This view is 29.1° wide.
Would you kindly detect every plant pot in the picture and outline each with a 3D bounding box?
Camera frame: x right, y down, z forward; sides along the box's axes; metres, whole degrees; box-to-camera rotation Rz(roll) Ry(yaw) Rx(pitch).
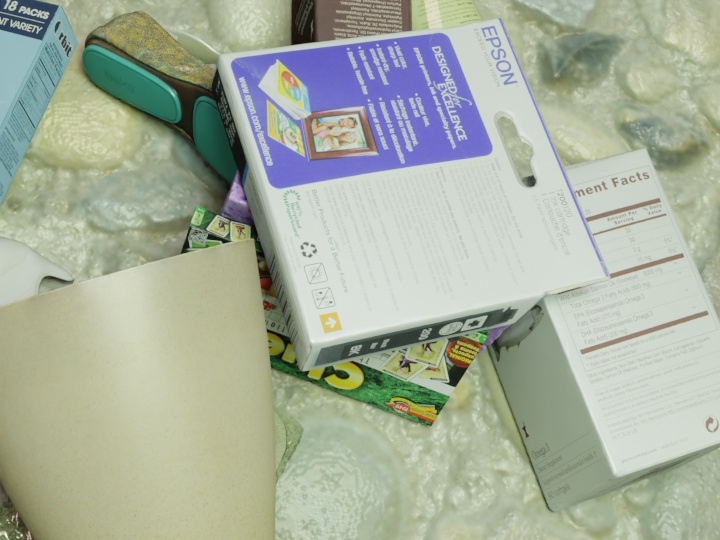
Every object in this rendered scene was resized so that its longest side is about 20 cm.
[{"bbox_3d":[-0.122,0.105,0.779,0.186,0.187,0.202,-16,89,-19],"label":"plant pot"}]

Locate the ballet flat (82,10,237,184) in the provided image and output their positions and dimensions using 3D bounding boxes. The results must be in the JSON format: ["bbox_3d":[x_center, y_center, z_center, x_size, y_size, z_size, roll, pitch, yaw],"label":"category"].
[{"bbox_3d":[-0.100,-0.115,0.938,0.199,0.071,0.071,35,65,19],"label":"ballet flat"}]

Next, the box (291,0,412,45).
[{"bbox_3d":[-0.008,-0.131,0.963,0.074,0.100,0.202,2,69,-13],"label":"box"}]

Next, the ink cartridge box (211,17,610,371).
[{"bbox_3d":[0.028,-0.054,0.854,0.198,0.043,0.200,-11,68,-19],"label":"ink cartridge box"}]

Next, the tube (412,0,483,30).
[{"bbox_3d":[0.052,-0.202,1.035,0.058,0.052,0.202,-26,78,19],"label":"tube"}]

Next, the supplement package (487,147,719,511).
[{"bbox_3d":[0.159,0.040,0.930,0.116,0.117,0.202,-15,74,-18],"label":"supplement package"}]

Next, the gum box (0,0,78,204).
[{"bbox_3d":[-0.297,-0.094,0.881,0.168,0.045,0.201,14,65,13],"label":"gum box"}]

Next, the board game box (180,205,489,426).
[{"bbox_3d":[-0.026,0.033,0.896,0.198,0.105,0.024,20,49,-5],"label":"board game box"}]

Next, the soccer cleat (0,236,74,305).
[{"bbox_3d":[-0.236,0.072,0.851,0.077,0.069,0.202,19,64,-10],"label":"soccer cleat"}]

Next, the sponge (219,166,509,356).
[{"bbox_3d":[0.000,0.000,0.909,0.198,0.112,0.030,22,64,-5],"label":"sponge"}]

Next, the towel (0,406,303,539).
[{"bbox_3d":[-0.138,0.141,0.865,0.148,0.037,0.201,30,66,-1],"label":"towel"}]
